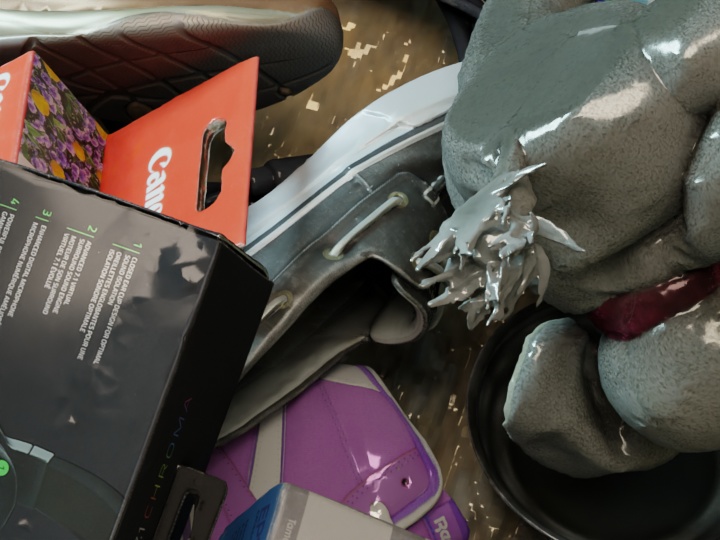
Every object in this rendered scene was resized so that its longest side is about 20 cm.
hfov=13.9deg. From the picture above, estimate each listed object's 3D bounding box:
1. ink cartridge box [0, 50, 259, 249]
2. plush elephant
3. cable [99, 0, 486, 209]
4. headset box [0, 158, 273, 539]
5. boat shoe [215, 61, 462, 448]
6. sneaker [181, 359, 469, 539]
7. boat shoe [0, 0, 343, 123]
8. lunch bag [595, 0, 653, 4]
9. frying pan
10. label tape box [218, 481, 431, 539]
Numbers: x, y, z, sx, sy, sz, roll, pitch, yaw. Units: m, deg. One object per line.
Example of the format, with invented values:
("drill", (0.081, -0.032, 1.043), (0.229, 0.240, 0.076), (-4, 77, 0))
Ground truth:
("ink cartridge box", (-0.132, -0.015, 1.011), (0.200, 0.050, 0.109), (-26, 36, 21))
("plush elephant", (0.106, -0.012, 0.968), (0.164, 0.155, 0.200), (-8, 38, 42))
("cable", (-0.030, -0.075, 1.112), (0.199, 0.051, 0.164), (13, 64, 5))
("headset box", (-0.140, 0.048, 0.896), (0.199, 0.093, 0.175), (18, 85, 10))
("boat shoe", (0.000, 0.000, 1.025), (0.200, 0.072, 0.071), (-36, 60, -21))
("sneaker", (-0.016, 0.115, 0.998), (0.114, 0.073, 0.201), (-3, 61, -5))
("boat shoe", (-0.105, -0.098, 1.070), (0.199, 0.076, 0.072), (0, 66, 5))
("lunch bag", (0.172, -0.084, 1.080), (0.170, 0.128, 0.200), (16, 69, 16))
("frying pan", (0.107, 0.030, 1.066), (0.115, 0.031, 0.190), (23, 54, 7))
("label tape box", (0.036, 0.172, 0.928), (0.200, 0.063, 0.145), (23, 62, -13))
